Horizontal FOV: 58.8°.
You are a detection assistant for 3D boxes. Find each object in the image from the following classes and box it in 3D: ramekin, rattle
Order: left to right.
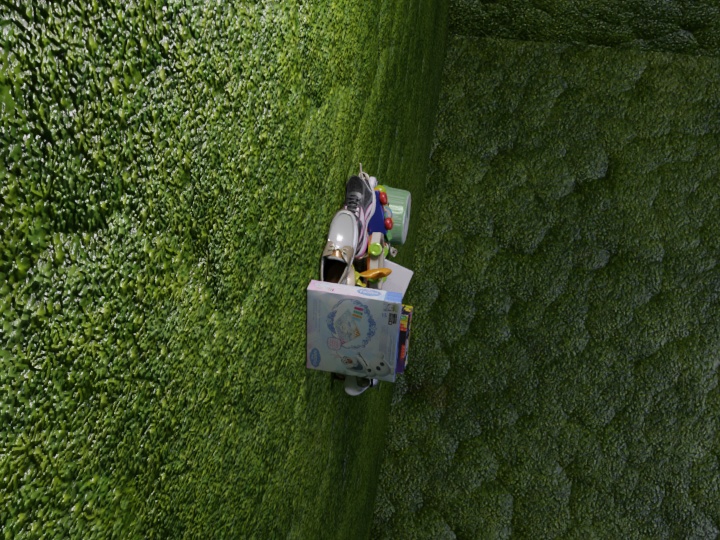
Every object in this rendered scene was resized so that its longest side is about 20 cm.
[{"bbox_3d":[-0.007,0.089,1.499,0.130,0.141,0.203,-33,-129,46],"label":"rattle"},{"bbox_3d":[0.110,-0.181,2.151,0.200,0.096,0.204,8,90,-81],"label":"ramekin"}]

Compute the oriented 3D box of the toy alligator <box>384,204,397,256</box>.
[{"bbox_3d":[0.063,-0.130,1.874,0.059,0.054,0.202,-35,129,-23],"label":"toy alligator"}]

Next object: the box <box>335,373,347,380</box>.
[{"bbox_3d":[-0.032,0.201,1.810,0.201,0.034,0.112,-69,165,-54],"label":"box"}]

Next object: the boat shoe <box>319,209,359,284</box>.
[{"bbox_3d":[-0.047,-0.033,1.401,0.068,0.073,0.204,-38,136,-84],"label":"boat shoe"}]

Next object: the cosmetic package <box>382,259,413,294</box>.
[{"bbox_3d":[0.077,0.076,1.957,0.071,0.100,0.203,-65,178,-87],"label":"cosmetic package"}]

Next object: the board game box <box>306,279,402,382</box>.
[{"bbox_3d":[-0.016,0.130,1.351,0.044,0.195,0.203,-69,164,-60],"label":"board game box"}]

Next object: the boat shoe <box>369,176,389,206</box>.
[{"bbox_3d":[0.054,-0.195,1.897,0.202,0.065,0.071,87,14,-49],"label":"boat shoe"}]

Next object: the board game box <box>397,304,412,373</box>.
[{"bbox_3d":[0.025,0.155,1.611,0.057,0.196,0.168,-49,146,-62],"label":"board game box"}]

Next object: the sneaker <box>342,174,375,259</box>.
[{"bbox_3d":[-0.014,-0.126,1.526,0.086,0.079,0.204,-10,103,-69],"label":"sneaker"}]

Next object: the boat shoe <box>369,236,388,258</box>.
[{"bbox_3d":[0.016,-0.003,1.830,0.062,0.071,0.203,32,79,-45],"label":"boat shoe"}]

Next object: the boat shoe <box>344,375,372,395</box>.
[{"bbox_3d":[0.025,0.264,1.774,0.202,0.071,0.068,-57,161,-19],"label":"boat shoe"}]

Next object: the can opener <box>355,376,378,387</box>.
[{"bbox_3d":[0.007,0.212,1.714,0.066,0.053,0.204,0,79,-43],"label":"can opener"}]

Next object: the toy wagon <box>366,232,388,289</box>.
[{"bbox_3d":[0.042,0.006,1.645,0.155,0.039,0.204,3,90,-81],"label":"toy wagon"}]

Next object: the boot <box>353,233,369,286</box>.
[{"bbox_3d":[0.000,0.000,1.715,0.156,0.071,0.204,68,30,-73],"label":"boot"}]

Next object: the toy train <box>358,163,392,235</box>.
[{"bbox_3d":[0.040,-0.206,1.731,0.116,0.083,0.203,-55,135,-62],"label":"toy train"}]
